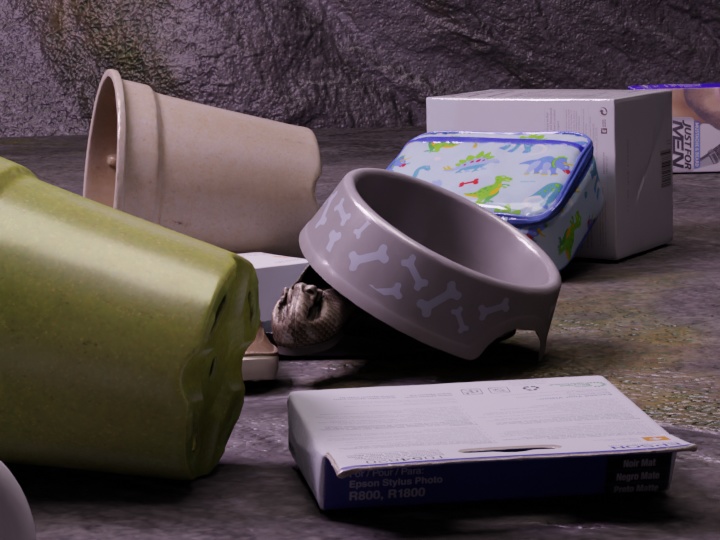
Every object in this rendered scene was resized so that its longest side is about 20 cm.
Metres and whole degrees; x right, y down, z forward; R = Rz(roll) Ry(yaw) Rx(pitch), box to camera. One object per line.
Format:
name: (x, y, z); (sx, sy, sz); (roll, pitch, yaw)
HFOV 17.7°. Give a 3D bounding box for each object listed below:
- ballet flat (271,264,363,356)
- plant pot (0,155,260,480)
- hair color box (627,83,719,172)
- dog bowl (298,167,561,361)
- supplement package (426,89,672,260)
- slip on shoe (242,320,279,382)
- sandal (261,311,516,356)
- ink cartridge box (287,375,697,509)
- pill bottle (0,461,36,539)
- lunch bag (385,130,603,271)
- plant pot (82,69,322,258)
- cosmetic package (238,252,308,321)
ballet flat: (-0.024, 0.012, 1.664); (0.067, 0.047, 0.200); (-7, 14, 16)
plant pot: (-0.162, 0.037, 1.331); (0.183, 0.202, 0.200); (12, 11, 11)
hair color box: (0.442, -0.181, 2.931); (0.199, 0.110, 0.065); (-2, 8, -1)
dog bowl: (0.056, -0.007, 1.667); (0.199, 0.059, 0.200); (23, 17, -8)
supplement package: (0.185, -0.098, 2.242); (0.199, 0.153, 0.150); (3, 9, 29)
slip on shoe: (-0.102, 0.040, 1.658); (0.075, 0.061, 0.200); (-2, 8, -7)
sandal: (0.018, 0.035, 1.716); (0.199, 0.048, 0.075); (-2, 9, -5)
ink cartridge box: (0.067, 0.100, 1.284); (0.198, 0.041, 0.200); (-2, 8, -8)
pill bottle: (-0.231, 0.110, 1.009); (0.115, 0.117, 0.200); (-6, 9, -32)
lunch bag: (0.113, -0.065, 2.108); (0.199, 0.083, 0.161); (4, 34, 28)
plant pot: (-0.135, -0.062, 1.975); (0.182, 0.202, 0.200); (5, 6, -15)
cosmetic package: (-0.137, 0.020, 1.842); (0.199, 0.051, 0.082); (-7, 11, -36)
